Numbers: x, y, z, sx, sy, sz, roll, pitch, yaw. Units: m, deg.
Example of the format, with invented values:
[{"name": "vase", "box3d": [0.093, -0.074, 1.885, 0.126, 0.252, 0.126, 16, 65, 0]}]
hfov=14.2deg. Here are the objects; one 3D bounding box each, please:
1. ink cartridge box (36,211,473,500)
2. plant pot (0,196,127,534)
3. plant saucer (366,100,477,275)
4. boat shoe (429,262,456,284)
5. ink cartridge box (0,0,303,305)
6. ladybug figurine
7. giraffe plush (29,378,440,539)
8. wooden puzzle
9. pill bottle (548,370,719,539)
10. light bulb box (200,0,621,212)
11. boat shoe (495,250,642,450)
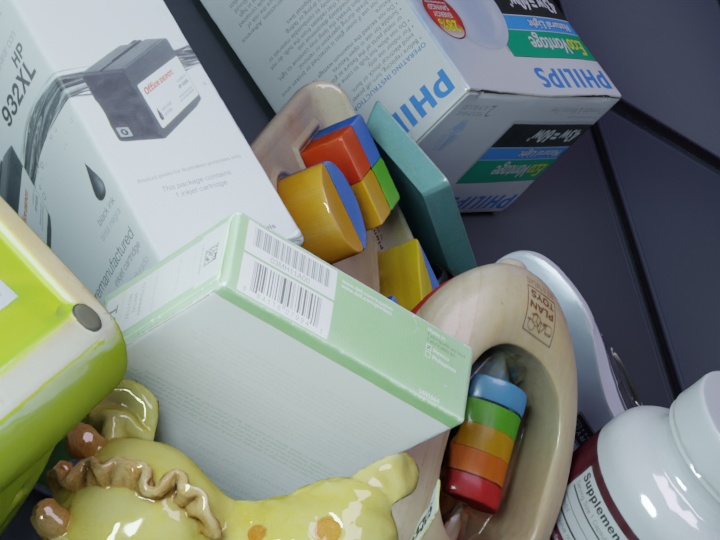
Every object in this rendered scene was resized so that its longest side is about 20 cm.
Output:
[{"name": "ink cartridge box", "box3d": [-0.067, 0.060, 1.351, 0.146, 0.200, 0.048, 30, 50, -29]}, {"name": "plant pot", "box3d": [-0.223, 0.047, 1.176, 0.200, 0.181, 0.199, 46, 28, 1]}, {"name": "plant saucer", "box3d": [0.040, -0.030, 1.706, 0.070, 0.019, 0.200, 49, -8, 24]}, {"name": "boat shoe", "box3d": [0.030, 0.028, 1.687, 0.201, 0.063, 0.074, 45, 25, -8]}, {"name": "ink cartridge box", "box3d": [-0.129, -0.046, 1.451, 0.084, 0.145, 0.200, -16, 64, -32]}, {"name": "ladybug figurine", "box3d": [0.047, 0.088, 1.478, 0.136, 0.072, 0.200, 35, 65, -40]}, {"name": "giraffe plush", "box3d": [-0.074, 0.142, 1.288, 0.162, 0.200, 0.173, 20, 27, -6]}, {"name": "wooden puzzle", "box3d": [0.000, 0.000, 1.555, 0.185, 0.046, 0.200, 65, 22, -12]}, {"name": "pill bottle", "box3d": [0.143, 0.145, 1.539, 0.113, 0.200, 0.113, 35, 30, -23]}, {"name": "light bulb box", "box3d": [0.028, -0.149, 1.845, 0.198, 0.125, 0.200, -4, 55, -56]}, {"name": "boat shoe", "box3d": [0.138, 0.077, 1.749, 0.200, 0.070, 0.066, 59, 17, 0]}]
